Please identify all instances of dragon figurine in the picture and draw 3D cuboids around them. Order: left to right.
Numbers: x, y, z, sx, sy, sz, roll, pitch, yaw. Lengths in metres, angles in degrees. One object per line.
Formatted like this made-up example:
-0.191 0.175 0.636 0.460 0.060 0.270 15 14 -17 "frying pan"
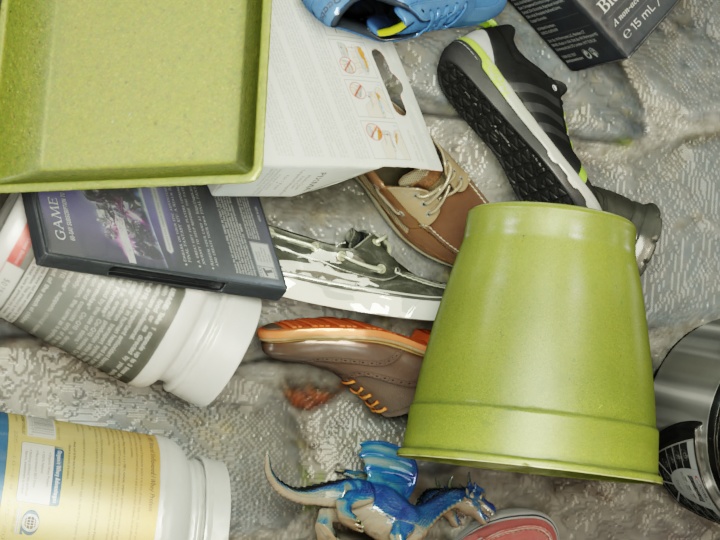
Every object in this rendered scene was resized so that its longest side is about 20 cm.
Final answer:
0.010 0.174 1.400 0.199 0.059 0.100 28 49 -12 "dragon figurine"

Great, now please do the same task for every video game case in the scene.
-0.156 -0.050 1.298 0.199 0.019 0.144 8 47 -34 "video game case"

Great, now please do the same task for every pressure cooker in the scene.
0.339 0.125 1.430 0.174 0.200 0.181 12 89 -17 "pressure cooker"

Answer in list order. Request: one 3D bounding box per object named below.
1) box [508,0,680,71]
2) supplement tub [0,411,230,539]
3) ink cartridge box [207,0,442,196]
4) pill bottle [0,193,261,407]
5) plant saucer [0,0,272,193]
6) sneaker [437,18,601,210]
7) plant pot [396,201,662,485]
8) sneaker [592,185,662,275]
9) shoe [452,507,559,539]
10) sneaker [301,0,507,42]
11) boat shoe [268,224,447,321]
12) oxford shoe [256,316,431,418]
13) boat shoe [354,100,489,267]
0.188 -0.301 1.415 0.200 0.117 0.197 44 80 -12 "box"
-0.206 0.186 1.302 0.198 0.145 0.146 10 89 -16 "supplement tub"
-0.046 -0.134 1.324 0.199 0.047 0.161 0 61 -42 "ink cartridge box"
-0.182 0.016 1.319 0.199 0.114 0.115 30 84 -15 "pill bottle"
-0.153 -0.144 1.231 0.198 0.048 0.202 -2 72 12 "plant saucer"
0.145 -0.120 1.418 0.083 0.072 0.201 -33 85 -24 "sneaker"
0.136 0.053 1.329 0.198 0.200 0.195 9 83 -16 "plant pot"
0.172 0.024 1.452 0.090 0.076 0.202 24 78 -6 "sneaker"
0.083 0.255 1.416 0.199 0.091 0.072 -23 98 -14 "shoe"
0.040 -0.201 1.360 0.199 0.066 0.079 1 49 -37 "sneaker"
0.000 0.000 1.394 0.198 0.071 0.064 10 90 -15 "boat shoe"
0.012 0.079 1.401 0.198 0.071 0.074 9 94 -17 "oxford shoe"
0.043 -0.070 1.403 0.200 0.072 0.076 39 81 -14 "boat shoe"
